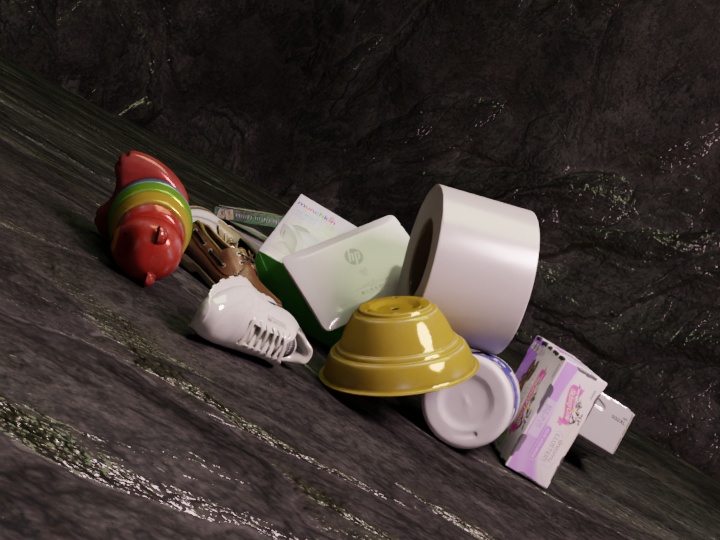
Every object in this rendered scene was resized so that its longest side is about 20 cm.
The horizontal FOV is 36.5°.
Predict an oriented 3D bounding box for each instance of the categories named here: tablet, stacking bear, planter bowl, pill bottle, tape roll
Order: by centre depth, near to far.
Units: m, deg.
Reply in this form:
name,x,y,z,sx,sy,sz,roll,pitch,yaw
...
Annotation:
name,x,y,z,sx,sy,sz,roll,pitch,yaw
stacking bear,-0.259,-0.050,1.329,0.113,0.123,0.200,21,16,-19
planter bowl,0.045,0.082,1.330,0.197,0.085,0.201,-4,13,1
pill bottle,0.154,0.170,1.470,0.119,0.121,0.200,31,4,12
tape roll,0.142,-0.001,1.471,0.137,0.206,0.203,14,7,-8
tablet,0.000,0.000,1.555,0.131,0.198,0.014,56,-31,20

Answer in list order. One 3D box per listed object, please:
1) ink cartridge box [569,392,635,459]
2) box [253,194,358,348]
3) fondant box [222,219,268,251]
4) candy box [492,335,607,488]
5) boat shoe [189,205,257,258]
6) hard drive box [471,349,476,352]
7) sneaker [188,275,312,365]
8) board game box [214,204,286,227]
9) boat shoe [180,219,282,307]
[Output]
name,x,y,z,sx,sy,sz,roll,pitch,yaw
ink cartridge box,0.369,0.254,1.896,0.144,0.084,0.200,31,-13,3
box,-0.051,0.009,1.632,0.198,0.097,0.177,31,38,2
fondant box,-0.181,-0.028,1.898,0.143,0.059,0.200,31,5,17
candy box,0.259,0.196,1.561,0.071,0.169,0.200,29,4,-5
boat shoe,-0.219,-0.043,1.697,0.068,0.075,0.199,26,0,35
hard drive box,0.123,0.058,1.692,0.200,0.076,0.158,-104,179,-68
sneaker,-0.116,0.063,1.211,0.080,0.077,0.200,42,10,22
board game box,-0.144,-0.084,1.840,0.197,0.024,0.105,10,2,-2
boat shoe,-0.180,-0.003,1.521,0.199,0.068,0.072,33,4,22
